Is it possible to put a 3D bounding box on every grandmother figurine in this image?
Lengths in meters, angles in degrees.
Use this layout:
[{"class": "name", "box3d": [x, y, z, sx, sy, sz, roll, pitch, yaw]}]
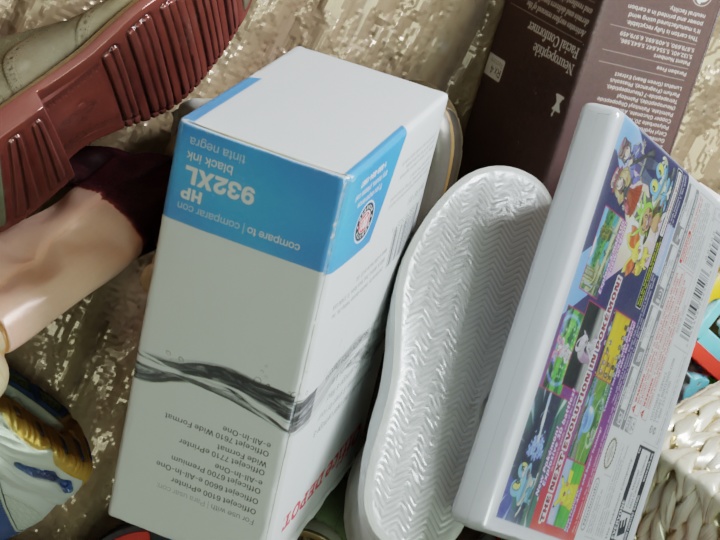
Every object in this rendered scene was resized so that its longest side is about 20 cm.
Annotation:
[{"class": "grandmother figurine", "box3d": [-0.123, -0.023, 0.941, 0.200, 0.121, 0.061, -36, 153, -30]}]

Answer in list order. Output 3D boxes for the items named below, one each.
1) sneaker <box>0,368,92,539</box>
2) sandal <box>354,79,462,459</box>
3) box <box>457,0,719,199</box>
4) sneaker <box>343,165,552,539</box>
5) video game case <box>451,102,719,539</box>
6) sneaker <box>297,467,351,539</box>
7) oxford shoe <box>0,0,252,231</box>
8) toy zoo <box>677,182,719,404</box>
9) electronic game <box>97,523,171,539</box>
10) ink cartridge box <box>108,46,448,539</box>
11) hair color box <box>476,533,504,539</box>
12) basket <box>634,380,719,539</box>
[{"class": "sneaker", "box3d": [-0.225, 0.067, 0.953, 0.088, 0.075, 0.200, -42, 116, 10]}, {"class": "sandal", "box3d": [0.000, 0.000, 1.010, 0.054, 0.082, 0.201, 0, 111, -49]}, {"class": "box", "box3d": [0.109, -0.076, 1.021, 0.075, 0.100, 0.201, 8, 107, -26]}, {"class": "sneaker", "box3d": [0.036, 0.052, 0.969, 0.073, 0.116, 0.201, 21, 70, -1]}, {"class": "video game case", "box3d": [0.118, 0.040, 0.956, 0.182, 0.023, 0.201, 28, 79, -59]}, {"class": "sneaker", "box3d": [-0.055, 0.175, 1.071, 0.067, 0.090, 0.200, 31, 127, -8]}, {"class": "oxford shoe", "box3d": [-0.135, -0.102, 0.925, 0.200, 0.075, 0.071, -39, 146, -27]}, {"class": "toy zoo", "box3d": [0.184, 0.034, 1.111, 0.131, 0.020, 0.200, -51, 138, 3]}, {"class": "electronic game", "box3d": [-0.100, 0.227, 1.004, 0.042, 0.200, 0.201, 3, 111, -46]}, {"class": "ink cartridge box", "box3d": [-0.038, 0.015, 0.914, 0.083, 0.145, 0.201, 19, 114, 12]}, {"class": "hair color box", "box3d": [0.036, 0.220, 1.038, 0.200, 0.111, 0.064, -43, 97, 2]}, {"class": "basket", "box3d": [0.236, 0.136, 1.106, 0.200, 0.123, 0.136, -22, 137, -39]}]
